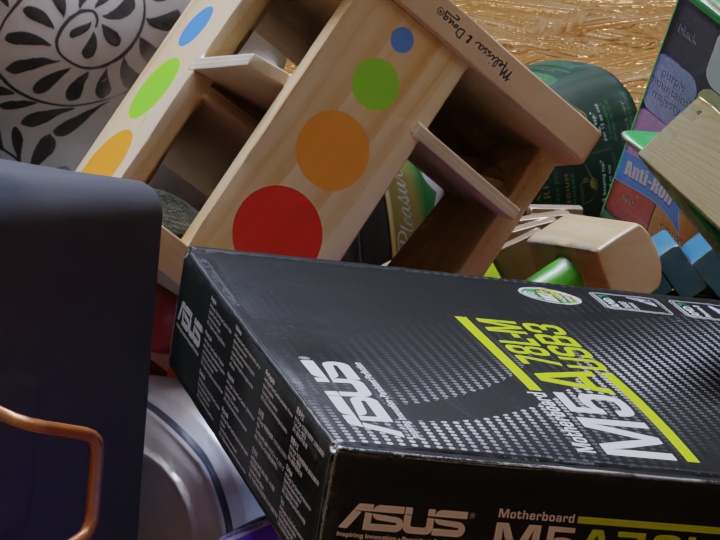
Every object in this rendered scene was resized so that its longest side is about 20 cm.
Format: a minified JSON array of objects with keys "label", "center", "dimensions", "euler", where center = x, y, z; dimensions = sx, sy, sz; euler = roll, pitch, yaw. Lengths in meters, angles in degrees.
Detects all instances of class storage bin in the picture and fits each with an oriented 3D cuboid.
[{"label":"storage bin","center":[-0.126,0.049,0.914],"dimensions":[0.145,0.200,0.134],"euler":[9,10,31]}]

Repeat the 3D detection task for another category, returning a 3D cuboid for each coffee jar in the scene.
[{"label":"coffee jar","center":[0.030,-0.027,1.297],"dimensions":[0.200,0.104,0.085],"euler":[-14,15,-40]}]

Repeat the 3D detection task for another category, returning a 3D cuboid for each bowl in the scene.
[{"label":"bowl","center":[-0.093,-0.079,1.269],"dimensions":[0.094,0.201,0.201],"euler":[45,36,19]}]

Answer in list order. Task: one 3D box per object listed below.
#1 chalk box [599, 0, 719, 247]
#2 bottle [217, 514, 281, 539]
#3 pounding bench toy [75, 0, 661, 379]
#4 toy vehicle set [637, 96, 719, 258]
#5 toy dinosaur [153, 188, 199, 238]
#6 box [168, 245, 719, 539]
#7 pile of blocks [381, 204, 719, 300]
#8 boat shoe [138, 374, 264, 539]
[{"label":"chalk box","center":[0.195,-0.048,1.277],"dimensions":[0.200,0.124,0.124],"euler":[-15,45,-39]},{"label":"bottle","center":[-0.014,0.102,0.910],"dimensions":[0.083,0.065,0.200],"euler":[-29,-1,34]},{"label":"pounding bench toy","center":[0.000,0.000,1.071],"dimensions":[0.200,0.156,0.124],"euler":[39,-16,-22]},{"label":"toy vehicle set","center":[0.170,0.037,0.917],"dimensions":[0.027,0.200,0.124],"euler":[-44,46,1]},{"label":"toy dinosaur","center":[-0.100,-0.008,1.152],"dimensions":[0.200,0.077,0.102],"euler":[2,31,3]},{"label":"box","center":[0.056,0.046,0.882],"dimensions":[0.193,0.048,0.200],"euler":[8,14,-16]},{"label":"pile of blocks","center":[0.097,0.021,1.172],"dimensions":[0.200,0.082,0.062],"euler":[-3,17,-7]},{"label":"boat shoe","center":[-0.105,0.077,1.035],"dimensions":[0.067,0.074,0.200],"euler":[-22,14,-32]}]
